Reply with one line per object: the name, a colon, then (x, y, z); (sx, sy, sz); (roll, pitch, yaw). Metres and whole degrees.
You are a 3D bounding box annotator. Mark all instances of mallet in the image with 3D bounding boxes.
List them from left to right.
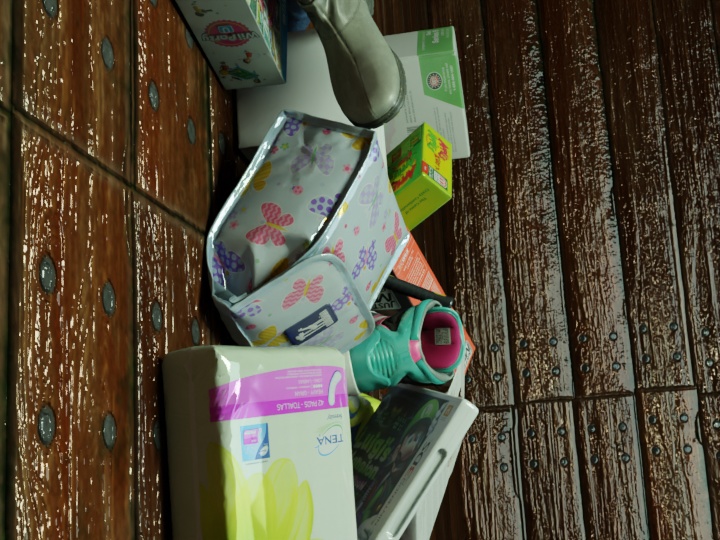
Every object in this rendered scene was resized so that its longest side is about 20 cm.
mallet: (0.000, 0.000, 1.084); (0.066, 0.199, 0.041); (-83, -166, -86)

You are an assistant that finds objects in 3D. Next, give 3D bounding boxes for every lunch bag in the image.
lunch bag: (-0.048, -0.009, 0.939); (0.201, 0.127, 0.170); (-59, 154, -23)

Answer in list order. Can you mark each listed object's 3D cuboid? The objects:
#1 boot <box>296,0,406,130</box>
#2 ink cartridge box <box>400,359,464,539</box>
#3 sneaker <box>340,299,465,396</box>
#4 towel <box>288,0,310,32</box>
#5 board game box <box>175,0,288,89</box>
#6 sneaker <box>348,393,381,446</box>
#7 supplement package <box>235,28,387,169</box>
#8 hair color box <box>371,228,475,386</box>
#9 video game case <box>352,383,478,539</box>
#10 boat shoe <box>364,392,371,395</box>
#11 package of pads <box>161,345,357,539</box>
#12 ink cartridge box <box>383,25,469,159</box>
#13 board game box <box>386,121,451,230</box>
boot: (-0.033, -0.223, 0.907); (0.131, 0.067, 0.201); (34, 34, -51)
ink cartridge box: (0.069, 0.203, 1.146); (0.200, 0.050, 0.162); (-66, 160, -44)
sneaker: (0.046, 0.071, 1.062); (0.200, 0.120, 0.084); (-46, 124, -78)
towel: (-0.056, -0.319, 1.071); (0.200, 0.048, 0.112); (142, -49, -61)
board game box: (-0.116, -0.271, 0.897); (0.200, 0.064, 0.148); (64, 23, -67)
sneaker: (-0.036, 0.172, 1.095); (0.200, 0.075, 0.106); (27, 81, -56)
supplement package: (-0.045, -0.150, 1.079); (0.200, 0.117, 0.118); (54, 31, -72)
hair color box: (0.043, 0.045, 1.190); (0.200, 0.101, 0.061); (57, 43, -33)
video game case: (0.021, 0.192, 0.994); (0.182, 0.023, 0.200); (-56, -168, -10)
boat shoe: (-0.030, 0.106, 1.170); (0.071, 0.070, 0.200); (-64, 151, -19)
package of pads: (-0.070, 0.157, 0.785); (0.154, 0.068, 0.201); (5, 79, -55)
ink cartridge box: (0.028, -0.208, 1.298); (0.088, 0.199, 0.146); (-87, 167, -54)
board game box: (0.020, -0.072, 1.218); (0.048, 0.200, 0.102); (35, 36, -24)
